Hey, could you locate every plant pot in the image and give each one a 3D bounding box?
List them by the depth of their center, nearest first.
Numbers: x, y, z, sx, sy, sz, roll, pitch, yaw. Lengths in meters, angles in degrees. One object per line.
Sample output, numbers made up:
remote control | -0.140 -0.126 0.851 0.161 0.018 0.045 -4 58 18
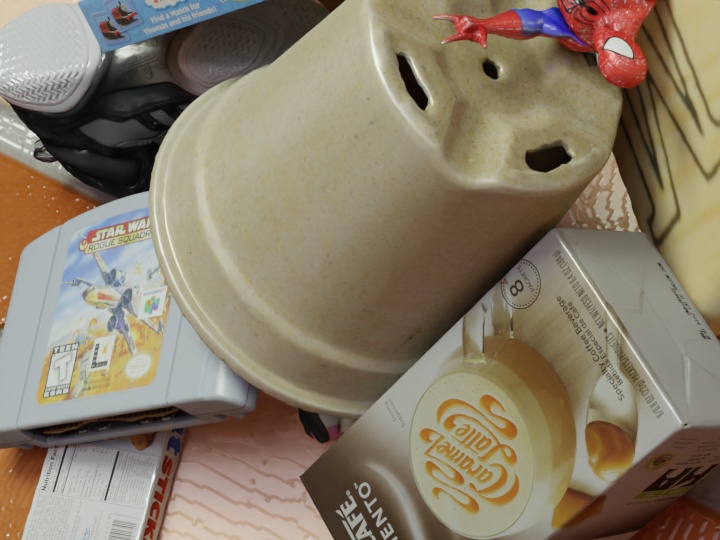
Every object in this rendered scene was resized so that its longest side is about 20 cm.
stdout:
plant pot | 0.024 -0.054 0.929 0.200 0.183 0.201 13 59 -23

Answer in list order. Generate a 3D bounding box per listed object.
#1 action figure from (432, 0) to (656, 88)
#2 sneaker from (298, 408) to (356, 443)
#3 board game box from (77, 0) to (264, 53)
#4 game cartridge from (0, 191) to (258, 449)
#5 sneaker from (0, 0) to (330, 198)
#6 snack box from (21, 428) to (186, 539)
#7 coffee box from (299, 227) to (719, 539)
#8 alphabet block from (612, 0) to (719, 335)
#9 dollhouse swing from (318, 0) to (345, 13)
action figure | 0.069 -0.167 0.860 0.065 0.099 0.200 -42 59 41
sneaker | 0.000 0.000 1.054 0.086 0.080 0.200 -5 63 -8
board game box | -0.030 -0.181 0.997 0.200 0.037 0.151 -13 25 39
game cartridge | -0.123 0.023 1.045 0.200 0.042 0.133 -12 63 39
sneaker | -0.104 -0.101 1.104 0.200 0.114 0.076 -4 54 5
snack box | -0.129 0.070 1.083 0.072 0.024 0.200 6 70 23
coffee box | 0.078 0.086 0.921 0.200 0.080 0.114 -47 61 31
alphabet block | 0.229 -0.103 0.892 0.195 0.200 0.197 -12 73 -13
dollhouse swing | 0.088 -0.215 1.095 0.200 0.176 0.182 45 51 8
